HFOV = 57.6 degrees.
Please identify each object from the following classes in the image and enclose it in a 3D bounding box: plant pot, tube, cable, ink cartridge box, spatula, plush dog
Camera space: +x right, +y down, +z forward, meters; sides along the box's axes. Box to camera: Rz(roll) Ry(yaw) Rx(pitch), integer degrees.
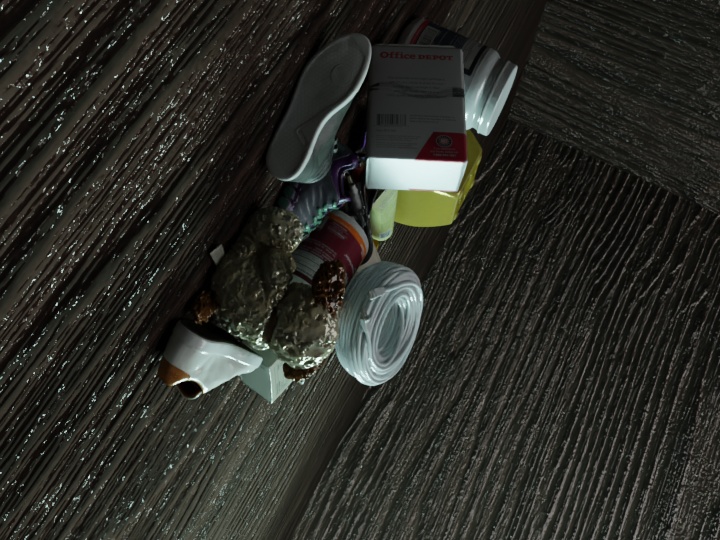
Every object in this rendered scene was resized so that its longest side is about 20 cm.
[{"bbox_3d":[0.122,-0.201,1.269,0.198,0.196,0.195,-60,169,-21],"label":"plant pot"},{"bbox_3d":[0.041,-0.111,1.210,0.200,0.050,0.060,92,-3,-75],"label":"tube"},{"bbox_3d":[-0.003,-0.105,1.094,0.096,0.050,0.203,-31,137,-16],"label":"cable"},{"bbox_3d":[0.079,-0.227,0.973,0.084,0.141,0.205,92,0,-65],"label":"ink cartridge box"},{"bbox_3d":[-0.023,-0.175,1.097,0.203,0.020,0.057,-64,-166,15],"label":"spatula"},{"bbox_3d":[0.032,0.087,1.078,0.199,0.068,0.205,-31,131,-50],"label":"cable"},{"bbox_3d":[-0.103,0.049,0.821,0.161,0.169,0.204,-48,161,-58],"label":"plush dog"}]

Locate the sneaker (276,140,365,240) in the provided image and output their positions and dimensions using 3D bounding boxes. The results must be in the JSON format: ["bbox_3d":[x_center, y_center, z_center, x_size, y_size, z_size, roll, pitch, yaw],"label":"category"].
[{"bbox_3d":[-0.066,-0.088,0.917,0.204,0.086,0.074,-66,169,9],"label":"sneaker"}]

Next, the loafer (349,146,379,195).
[{"bbox_3d":[0.029,-0.185,1.120,0.069,0.074,0.203,-109,-140,-56],"label":"loafer"}]

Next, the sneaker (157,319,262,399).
[{"bbox_3d":[-0.195,0.118,0.837,0.086,0.072,0.200,-59,158,-2],"label":"sneaker"}]

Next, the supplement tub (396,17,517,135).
[{"bbox_3d":[0.155,-0.332,1.130,0.142,0.197,0.141,-59,169,-20],"label":"supplement tub"}]

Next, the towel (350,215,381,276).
[{"bbox_3d":[0.000,0.000,1.207,0.032,0.205,0.190,-21,179,22],"label":"towel"}]

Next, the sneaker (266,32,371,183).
[{"bbox_3d":[-0.047,-0.198,0.830,0.203,0.070,0.099,-59,171,2],"label":"sneaker"}]

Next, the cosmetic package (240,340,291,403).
[{"bbox_3d":[-0.110,0.108,1.090,0.200,0.072,0.105,-44,154,-36],"label":"cosmetic package"}]

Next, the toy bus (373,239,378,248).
[{"bbox_3d":[-0.023,-0.009,1.323,0.200,0.077,0.066,-47,162,-57],"label":"toy bus"}]

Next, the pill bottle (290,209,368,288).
[{"bbox_3d":[-0.077,0.010,1.015,0.202,0.112,0.115,-58,168,-31],"label":"pill bottle"}]

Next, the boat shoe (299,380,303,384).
[{"bbox_3d":[-0.126,0.177,1.230,0.076,0.085,0.202,-67,169,18],"label":"boat shoe"}]
